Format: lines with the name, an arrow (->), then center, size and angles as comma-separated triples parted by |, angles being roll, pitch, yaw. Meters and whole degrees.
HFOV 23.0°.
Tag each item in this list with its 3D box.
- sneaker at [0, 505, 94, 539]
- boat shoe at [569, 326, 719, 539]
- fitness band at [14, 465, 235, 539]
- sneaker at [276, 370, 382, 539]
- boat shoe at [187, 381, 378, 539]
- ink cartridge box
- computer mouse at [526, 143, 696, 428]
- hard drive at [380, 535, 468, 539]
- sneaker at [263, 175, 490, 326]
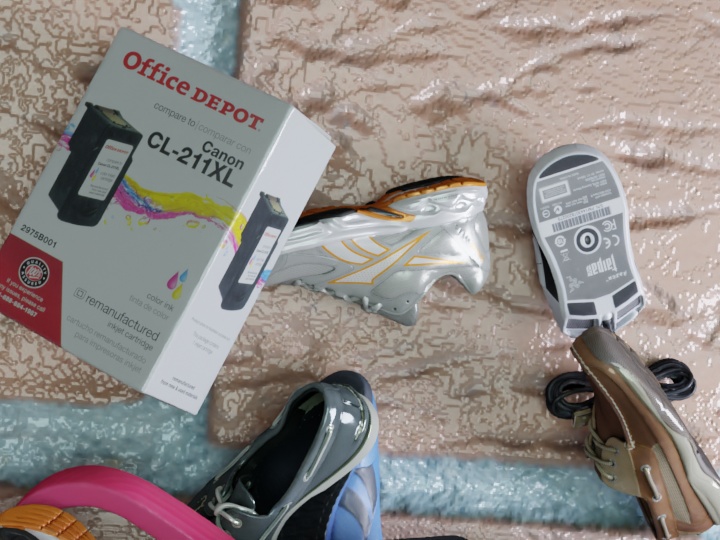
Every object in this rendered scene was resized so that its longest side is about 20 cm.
sneaker -> -0.161, 0.239, 1.102 | 0.200, 0.076, 0.092 | 42, 122, 12
boat shoe -> 0.191, 0.122, 1.215 | 0.071, 0.076, 0.200 | -33, 121, 7
fitness band -> -0.145, 0.213, 1.149 | 0.199, 0.037, 0.144 | 33, 114, 2
sneaker -> -0.015, 0.172, 1.211 | 0.078, 0.065, 0.202 | 22, 72, -51
boat shoe -> -0.076, 0.147, 1.166 | 0.200, 0.062, 0.073 | -43, 58, 6
ink cartridge box -> -0.130, -0.034, 1.131 | 0.145, 0.083, 0.201 | 26, 86, 24
computer mouse -> 0.165, 0.007, 1.247 | 0.109, 0.044, 0.202 | -16, 100, -6
hard drive -> -0.011, 0.266, 1.154 | 0.139, 0.033, 0.201 | 4, 118, -44
sneaker -> 0.000, 0.000, 1.197 | 0.198, 0.076, 0.093 | -14, 99, -10
